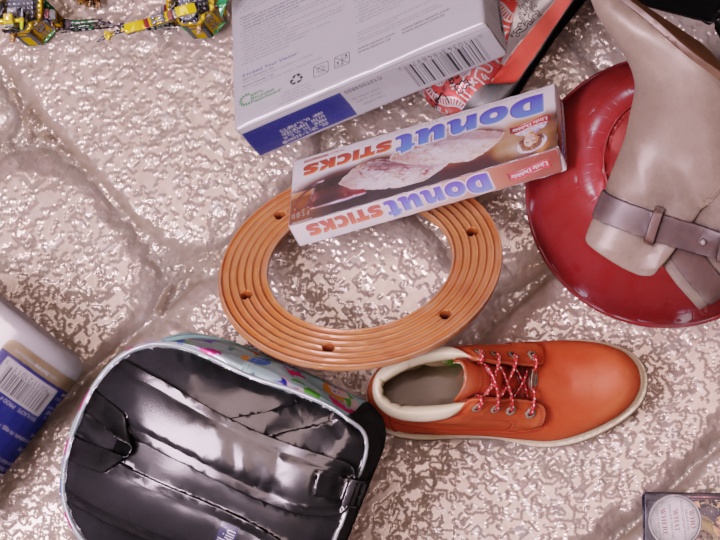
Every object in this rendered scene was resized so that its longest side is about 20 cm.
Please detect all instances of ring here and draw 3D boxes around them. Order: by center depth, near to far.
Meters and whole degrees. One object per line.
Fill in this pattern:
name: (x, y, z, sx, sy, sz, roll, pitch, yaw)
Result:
ring: (0.000, 0.000, 1.488, 0.199, 0.019, 0.201, -5, 43, 4)

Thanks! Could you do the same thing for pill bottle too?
pill bottle: (-0.297, 0.111, 1.496, 0.116, 0.116, 0.200, 37, 85, 9)

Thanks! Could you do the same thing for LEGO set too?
LEGO set: (-0.190, -0.239, 1.534, 0.199, 0.116, 0.155, 6, 82, 12)

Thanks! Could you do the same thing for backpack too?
backpack: (-0.096, 0.135, 1.452, 0.199, 0.151, 0.178, 21, 97, 3)

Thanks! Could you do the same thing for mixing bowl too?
mixing bowl: (0.214, -0.066, 1.486, 0.199, 0.108, 0.201, -1, 80, 5)

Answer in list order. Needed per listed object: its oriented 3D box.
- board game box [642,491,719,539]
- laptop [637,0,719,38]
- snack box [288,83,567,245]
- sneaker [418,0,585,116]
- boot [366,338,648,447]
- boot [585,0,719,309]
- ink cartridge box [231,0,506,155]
board game box: (0.261, 0.254, 1.465, 0.135, 0.035, 0.201, 0, 81, 5)
laptop: (0.256, -0.180, 1.488, 0.187, 0.116, 0.200, -46, 111, -41)
snack box: (0.046, -0.073, 1.491, 0.199, 0.024, 0.072, -16, 40, 16)
sneaker: (0.102, -0.205, 1.538, 0.108, 0.067, 0.202, 35, 88, 7)
boot: (0.101, 0.082, 1.472, 0.199, 0.107, 0.075, -6, 79, 2)
boot: (0.194, -0.074, 1.385, 0.200, 0.070, 0.146, 37, 107, 1)
ink cartridge box: (0.000, -0.197, 1.514, 0.199, 0.041, 0.201, -21, 49, 20)
